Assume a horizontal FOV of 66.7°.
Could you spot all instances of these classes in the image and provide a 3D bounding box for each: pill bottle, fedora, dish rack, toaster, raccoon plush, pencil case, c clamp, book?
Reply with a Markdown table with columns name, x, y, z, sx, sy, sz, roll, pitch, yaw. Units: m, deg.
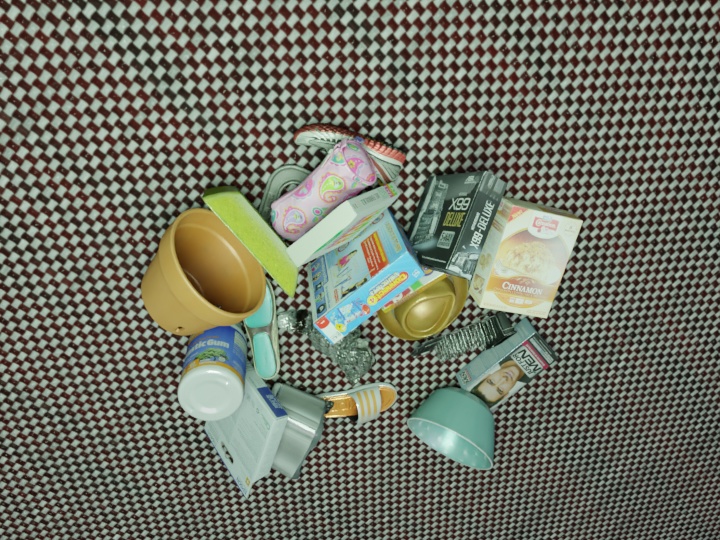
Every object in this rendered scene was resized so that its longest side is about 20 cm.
| name | x | y | z | sx | sy | sz | roll | pitch | yaw |
| --- | --- | --- | --- | --- | --- | --- | --- | --- | --- |
| pill bottle | -0.261 | 0.160 | 0.989 | 0.109 | 0.201 | 0.115 | -4 | 120 | -7 |
| fedora | 0.128 | 0.068 | 1.073 | 0.194 | 0.082 | 0.206 | -4 | 117 | -8 |
| dish rack | 0.197 | 0.144 | 1.088 | 0.195 | 0.056 | 0.154 | -19 | 162 | -7 |
| toaster | -0.148 | 0.322 | 1.126 | 0.127 | 0.114 | 0.203 | 25 | 119 | -5 |
| raccoon plush | -0.066 | 0.151 | 1.054 | 0.194 | 0.135 | 0.099 | 0 | 118 | -9 |
| pencil case | -0.064 | -0.129 | 0.890 | 0.087 | 0.089 | 0.198 | 39 | 128 | -23 |
| c clamp | -0.100 | -0.100 | 0.986 | 0.167 | 0.027 | 0.203 | 23 | 110 | -19 |
| book | -0.021 | -0.082 | 0.874 | 0.133 | 0.200 | 0.049 | -36 | 90 | 29 |

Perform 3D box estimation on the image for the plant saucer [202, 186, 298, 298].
| name | x | y | z | sx | sy | sz | roll | pitch | yaw |
| --- | --- | --- | --- | --- | --- | --- | --- | --- | --- |
| plant saucer | -0.171 | -0.064 | 0.893 | 0.048 | 0.200 | 0.201 | -41 | 108 | -4 |

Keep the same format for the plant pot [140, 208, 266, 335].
| name | x | y | z | sx | sy | sz | roll | pitch | yaw |
| --- | --- | --- | --- | --- | --- | --- | --- | --- | --- |
| plant pot | -0.279 | 0.018 | 0.935 | 0.138 | 0.202 | 0.200 | -31 | 118 | 26 |

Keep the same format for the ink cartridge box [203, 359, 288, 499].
| name | x | y | z | sx | sy | sz | roll | pitch | yaw |
| --- | --- | --- | --- | --- | --- | --- | --- | --- | --- |
| ink cartridge box | -0.229 | 0.298 | 1.074 | 0.043 | 0.196 | 0.204 | -4 | 124 | -44 |

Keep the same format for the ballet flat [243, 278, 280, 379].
| name | x | y | z | sx | sy | sz | roll | pitch | yaw |
| --- | --- | --- | --- | --- | --- | --- | --- | --- | --- |
| ballet flat | -0.189 | 0.106 | 1.053 | 0.065 | 0.062 | 0.206 | -2 | 100 | 0 |

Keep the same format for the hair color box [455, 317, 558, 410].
| name | x | y | z | sx | sy | sz | roll | pitch | yaw |
| --- | --- | --- | --- | --- | --- | --- | --- | --- | --- |
| hair color box | 0.315 | 0.208 | 1.185 | 0.199 | 0.061 | 0.099 | -42 | 115 | 13 |

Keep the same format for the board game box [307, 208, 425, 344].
| name | x | y | z | sx | sy | sz | roll | pitch | yaw |
| --- | --- | --- | --- | --- | --- | --- | --- | --- | --- |
| board game box | 0.000 | 0.000 | 0.954 | 0.194 | 0.201 | 0.056 | -37 | 117 | 11 |

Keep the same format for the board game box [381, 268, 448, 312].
| name | x | y | z | sx | sy | sz | roll | pitch | yaw |
| --- | --- | --- | --- | --- | --- | --- | --- | --- | --- |
| board game box | 0.108 | -0.012 | 1.029 | 0.197 | 0.097 | 0.030 | -30 | 156 | 5 |

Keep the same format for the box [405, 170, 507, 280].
| name | x | y | z | sx | sy | sz | roll | pitch | yaw |
| --- | --- | --- | --- | --- | --- | --- | --- | --- | --- |
| box | 0.147 | -0.079 | 0.915 | 0.049 | 0.199 | 0.161 | 22 | 90 | -19 |

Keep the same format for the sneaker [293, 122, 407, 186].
| name | x | y | z | sx | sy | sz | roll | pitch | yaw |
| --- | --- | --- | --- | --- | --- | --- | --- | --- | --- |
| sneaker | -0.020 | -0.191 | 0.923 | 0.195 | 0.078 | 0.084 | 16 | 108 | -16 |

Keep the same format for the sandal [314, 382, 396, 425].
| name | x | y | z | sx | sy | sz | roll | pitch | yaw |
| --- | --- | --- | --- | --- | --- | --- | --- | --- | --- |
| sandal | -0.017 | 0.300 | 1.177 | 0.200 | 0.060 | 0.081 | -9 | 118 | -4 |

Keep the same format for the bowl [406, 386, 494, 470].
| name | x | y | z | sx | sy | sz | roll | pitch | yaw |
| --- | --- | --- | --- | --- | --- | --- | --- | --- | --- |
| bowl | 0.207 | 0.325 | 1.172 | 0.201 | 0.199 | 0.106 | 44 | 62 | -24 |

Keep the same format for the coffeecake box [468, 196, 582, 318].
| name | x | y | z | sx | sy | sz | roll | pitch | yaw |
| --- | --- | --- | --- | --- | --- | --- | --- | --- | --- |
| coffeecake box | 0.314 | -0.025 | 1.056 | 0.149 | 0.073 | 0.205 | 9 | 110 | -13 |
